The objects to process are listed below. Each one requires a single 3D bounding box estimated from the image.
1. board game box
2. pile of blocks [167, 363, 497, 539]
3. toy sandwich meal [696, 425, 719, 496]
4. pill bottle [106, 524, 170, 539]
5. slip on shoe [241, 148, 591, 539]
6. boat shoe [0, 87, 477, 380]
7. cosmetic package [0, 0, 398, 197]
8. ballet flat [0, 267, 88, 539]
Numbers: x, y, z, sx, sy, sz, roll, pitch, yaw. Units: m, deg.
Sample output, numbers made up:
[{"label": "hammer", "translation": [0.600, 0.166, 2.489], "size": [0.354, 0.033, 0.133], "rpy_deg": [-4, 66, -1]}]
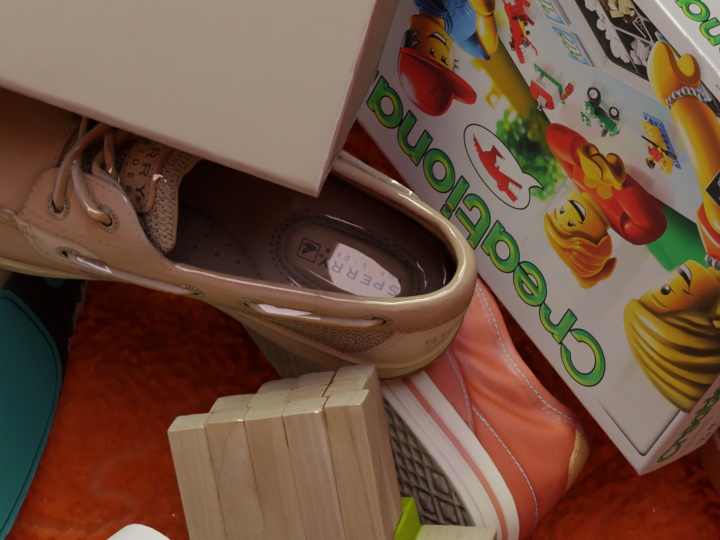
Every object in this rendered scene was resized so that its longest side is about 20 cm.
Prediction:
[{"label": "board game box", "translation": [0.059, -0.055, 0.889], "size": [0.034, 0.126, 0.200], "rpy_deg": [-23, 66, -38]}, {"label": "pile of blocks", "translation": [0.018, 0.111, 0.882], "size": [0.082, 0.062, 0.201], "rpy_deg": [-32, 99, 20]}, {"label": "toy sandwich meal", "translation": [0.199, 0.017, 0.959], "size": [0.204, 0.070, 0.206], "rpy_deg": [3, 61, -6]}, {"label": "pill bottle", "translation": [-0.117, 0.157, 0.815], "size": [0.200, 0.113, 0.113], "rpy_deg": [-36, 72, -23]}, {"label": "slip on shoe", "translation": [0.000, 0.000, 0.942], "size": [0.061, 0.074, 0.200], "rpy_deg": [-29, 75, -27]}, {"label": "boat shoe", "translation": [-0.060, -0.027, 0.870], "size": [0.199, 0.065, 0.073], "rpy_deg": [22, 75, 1]}, {"label": "cosmetic package", "translation": [-0.087, -0.098, 0.846], "size": [0.199, 0.074, 0.104], "rpy_deg": [18, 22, 1]}, {"label": "ballet flat", "translation": [-0.119, 0.007, 0.933], "size": [0.071, 0.072, 0.201], "rpy_deg": [17, 59, 2]}]
